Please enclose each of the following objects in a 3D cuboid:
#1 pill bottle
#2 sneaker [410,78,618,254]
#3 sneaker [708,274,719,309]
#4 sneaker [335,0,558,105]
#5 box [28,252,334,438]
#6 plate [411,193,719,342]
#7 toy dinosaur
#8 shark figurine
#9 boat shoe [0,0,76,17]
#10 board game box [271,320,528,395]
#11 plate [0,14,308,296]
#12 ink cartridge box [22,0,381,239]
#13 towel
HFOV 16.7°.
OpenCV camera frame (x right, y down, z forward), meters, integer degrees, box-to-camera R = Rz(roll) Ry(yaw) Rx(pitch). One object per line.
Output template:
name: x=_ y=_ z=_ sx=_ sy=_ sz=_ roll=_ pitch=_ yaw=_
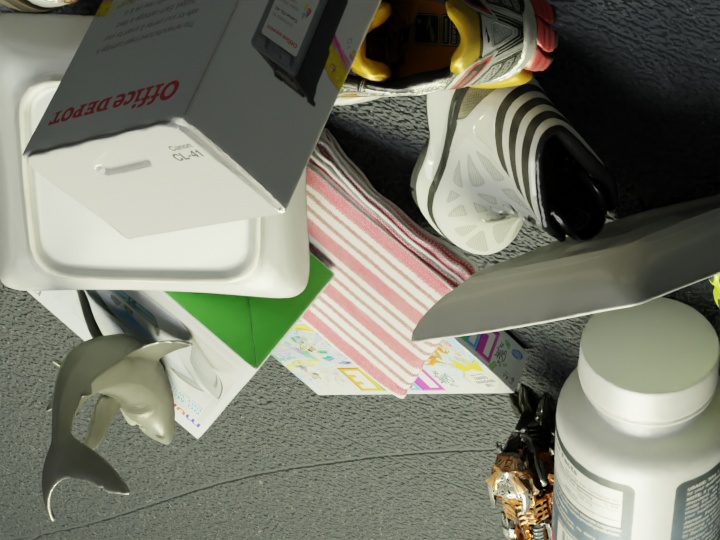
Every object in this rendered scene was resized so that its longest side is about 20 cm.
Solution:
pill bottle: x=0.188 y=0.119 z=1.623 sx=0.119 sy=0.120 sz=0.201 roll=15 pitch=136 yaw=17
sneaker: x=0.090 y=-0.040 z=1.413 sx=0.116 sy=0.075 sz=0.201 roll=52 pitch=166 yaw=26
sneaker: x=0.265 y=0.011 z=1.416 sx=0.075 sy=0.083 sz=0.200 roll=69 pitch=163 yaw=-9
sneaker: x=0.004 y=-0.130 z=1.326 sx=0.199 sy=0.078 sz=0.082 roll=-4 pitch=-175 yaw=38
box: x=-0.138 y=-0.005 z=1.664 sx=0.200 sy=0.097 sz=0.176 roll=41 pitch=154 yaw=-1
plate: x=0.154 y=-0.009 z=1.403 sx=0.199 sy=0.199 sz=0.033 roll=-11 pitch=97 yaw=52
toy dinosaur: x=0.135 y=0.164 z=1.775 sx=0.102 sy=0.136 sz=0.200 roll=18 pitch=155 yaw=7
shark figurine: x=-0.152 y=0.071 z=1.580 sx=0.089 sy=0.129 sz=0.214 roll=-13 pitch=-173 yaw=15
boat shoe: x=-0.237 y=-0.215 z=1.404 sx=0.199 sy=0.075 sz=0.068 roll=24 pitch=157 yaw=-31
board game box: x=0.004 y=0.041 z=1.758 sx=0.199 sy=0.034 sz=0.134 roll=-4 pitch=145 yaw=45
plate: x=-0.132 y=-0.061 z=1.497 sx=0.198 sy=0.032 sz=0.201 roll=1 pitch=125 yaw=1
ink cartridge box: x=-0.071 y=-0.125 z=1.280 sx=0.086 sy=0.201 sz=0.147 roll=38 pitch=152 yaw=-31
towel: x=0.000 y=0.000 z=1.619 sx=0.146 sy=0.030 sz=0.200 roll=41 pitch=154 yaw=7
